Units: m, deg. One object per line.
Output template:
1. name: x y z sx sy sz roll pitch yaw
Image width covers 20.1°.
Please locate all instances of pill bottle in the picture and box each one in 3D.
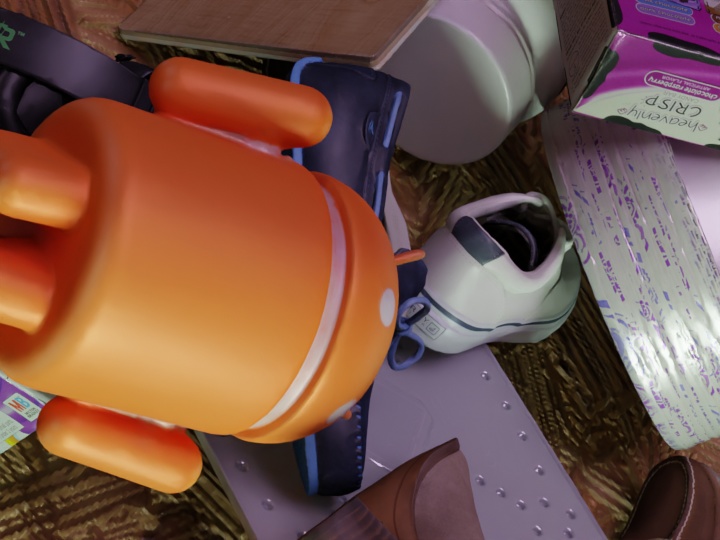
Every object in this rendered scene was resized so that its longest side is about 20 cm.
1. pill bottle: 0.081 -0.152 1.146 0.114 0.114 0.200 47 47 -9

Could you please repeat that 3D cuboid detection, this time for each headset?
1. headset: -0.120 -0.080 0.944 0.200 0.123 0.094 42 69 -54

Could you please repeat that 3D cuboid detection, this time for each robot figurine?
1. robot figurine: -0.068 0.001 0.795 0.200 0.117 0.144 18 59 -33

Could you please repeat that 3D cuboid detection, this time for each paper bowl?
1. paper bowl: 0.180 -0.013 1.095 0.201 0.104 0.201 -23 90 -79

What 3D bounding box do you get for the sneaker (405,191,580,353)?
1. sneaker: 0.084 -0.004 1.061 0.073 0.071 0.200 48 23 8

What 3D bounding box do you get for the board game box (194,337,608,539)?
1. board game box: 0.001 0.078 0.975 0.200 0.026 0.200 -2 49 -40

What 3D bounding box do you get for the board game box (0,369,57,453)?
1. board game box: -0.212 -0.015 0.839 0.200 0.103 0.105 35 50 -21

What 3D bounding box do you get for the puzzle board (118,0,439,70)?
1. puzzle board: -0.013 -0.163 1.075 0.200 0.150 0.017 -51 141 -44

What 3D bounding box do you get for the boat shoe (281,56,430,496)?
1. boat shoe: 0.000 0.000 0.909 0.068 0.084 0.201 1 82 -10

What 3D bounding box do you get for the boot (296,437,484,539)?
1. boot: 0.041 0.152 0.839 0.146 0.070 0.200 54 18 5

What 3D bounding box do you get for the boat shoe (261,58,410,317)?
1. boat shoe: -0.025 -0.052 1.020 0.060 0.072 0.202 13 46 -30

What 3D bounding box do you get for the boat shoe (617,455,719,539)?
1. boat shoe: 0.141 0.171 1.048 0.072 0.076 0.200 36 47 -16

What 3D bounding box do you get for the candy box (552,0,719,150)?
1. candy box: 0.170 -0.153 1.061 0.136 0.061 0.200 13 45 -16
